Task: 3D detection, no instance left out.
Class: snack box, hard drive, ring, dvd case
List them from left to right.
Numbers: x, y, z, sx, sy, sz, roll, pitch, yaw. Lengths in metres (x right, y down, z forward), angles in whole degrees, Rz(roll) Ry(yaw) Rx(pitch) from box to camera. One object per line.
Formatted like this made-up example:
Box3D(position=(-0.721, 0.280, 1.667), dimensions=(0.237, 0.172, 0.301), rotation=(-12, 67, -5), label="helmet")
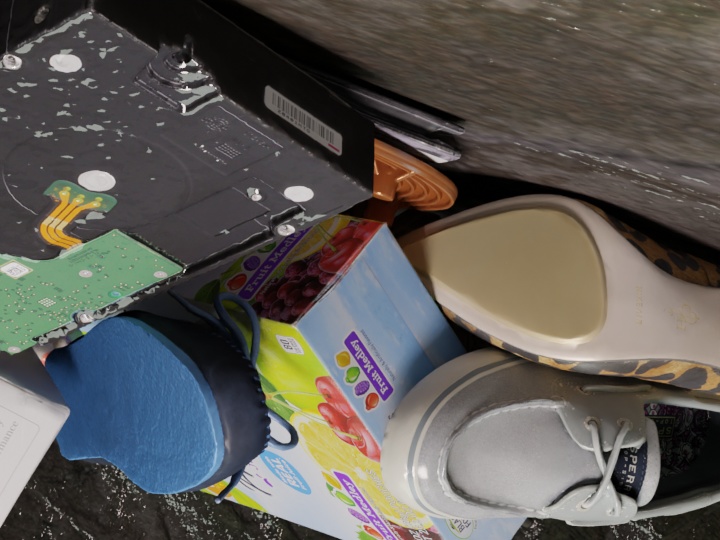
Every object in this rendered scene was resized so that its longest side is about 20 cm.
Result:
Box3D(position=(-0.113, -0.035, 0.786), dimensions=(0.200, 0.038, 0.140), rotation=(-24, 140, 35), label="hard drive")
Box3D(position=(-0.062, -0.071, 0.888), dimensions=(0.149, 0.016, 0.200), rotation=(20, 174, -20), label="dvd case")
Box3D(position=(-0.059, -0.053, 0.881), dimensions=(0.200, 0.019, 0.200), rotation=(17, 175, 1), label="ring")
Box3D(position=(-0.035, 0.045, 0.992), dimensions=(0.200, 0.068, 0.169), rotation=(13, 144, 49), label="snack box")

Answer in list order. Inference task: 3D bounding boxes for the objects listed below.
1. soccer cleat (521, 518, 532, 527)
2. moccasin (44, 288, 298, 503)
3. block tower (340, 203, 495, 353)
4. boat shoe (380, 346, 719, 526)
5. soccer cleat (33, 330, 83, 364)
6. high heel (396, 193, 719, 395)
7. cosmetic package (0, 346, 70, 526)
Box3D(position=(0.025, 0.109, 1.243), dimensions=(0.084, 0.065, 0.200), rotation=(45, 168, -21), label="soccer cleat")
Box3D(position=(-0.071, 0.042, 0.882), dimensions=(0.068, 0.081, 0.200), rotation=(-10, -173, -23), label="moccasin")
Box3D(position=(0.000, 0.000, 1.041), dimensions=(0.200, 0.054, 0.058), rotation=(18, -146, 36), label="block tower")
Box3D(position=(0.099, 0.072, 0.931), dimensions=(0.201, 0.070, 0.071), rotation=(-1, -168, -42), label="boat shoe")
Box3D(position=(-0.189, 0.048, 1.212), dimensions=(0.077, 0.069, 0.200), rotation=(31, -177, 4), label="soccer cleat")
Box3D(position=(0.116, 0.022, 0.955), dimensions=(0.200, 0.072, 0.143), rotation=(8, 168, 17), label="high heel")
Box3D(position=(-0.253, 0.038, 0.938), dimensions=(0.200, 0.123, 0.199), rotation=(31, -177, -22), label="cosmetic package")
